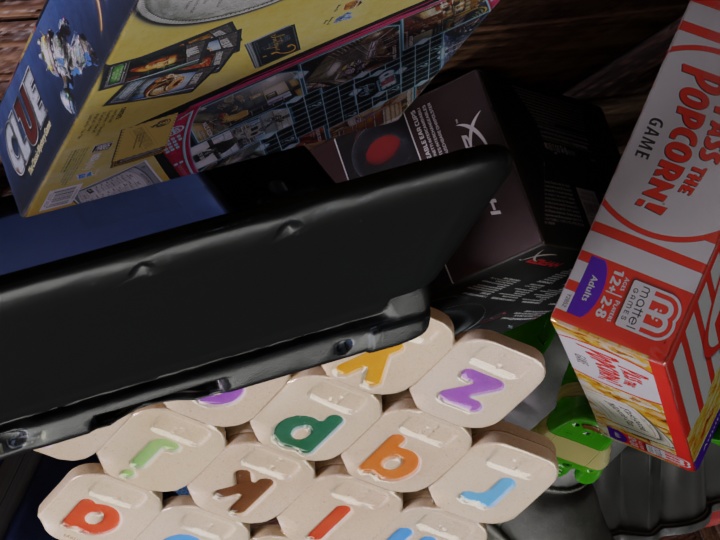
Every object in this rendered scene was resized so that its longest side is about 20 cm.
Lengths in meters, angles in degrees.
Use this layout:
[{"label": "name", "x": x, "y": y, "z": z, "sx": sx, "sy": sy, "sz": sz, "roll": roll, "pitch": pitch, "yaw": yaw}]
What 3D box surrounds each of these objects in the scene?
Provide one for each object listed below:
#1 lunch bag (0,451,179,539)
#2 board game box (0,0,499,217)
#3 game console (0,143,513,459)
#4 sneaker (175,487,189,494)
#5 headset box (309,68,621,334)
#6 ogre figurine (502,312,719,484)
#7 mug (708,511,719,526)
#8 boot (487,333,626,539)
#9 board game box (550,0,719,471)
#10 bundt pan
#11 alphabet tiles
[{"label": "lunch bag", "x": -0.191, "y": 0.137, "z": 1.169, "sx": 0.200, "sy": 0.132, "sz": 0.136, "roll": -35, "pitch": -156, "yaw": 47}, {"label": "board game box", "x": -0.023, "y": -0.078, "z": 0.750, "sx": 0.135, "sy": 0.035, "sz": 0.200, "roll": -15, "pitch": 167, "yaw": -22}, {"label": "game console", "x": -0.078, "y": -0.014, "z": 0.823, "sx": 0.200, "sy": 0.176, "sz": 0.117, "roll": -15, "pitch": 130, "yaw": -20}, {"label": "sneaker", "x": -0.055, "y": 0.083, "z": 1.254, "sx": 0.078, "sy": 0.089, "sz": 0.200, "roll": 24, "pitch": 139, "yaw": -31}, {"label": "headset box", "x": 0.000, "y": 0.000, "z": 1.044, "sx": 0.200, "sy": 0.075, "sz": 0.149, "roll": -25, "pitch": 168, "yaw": 22}, {"label": "ogre figurine", "x": 0.132, "y": 0.021, "z": 1.131, "sx": 0.098, "sy": 0.120, "sz": 0.200, "roll": 33, "pitch": 146, "yaw": -32}, {"label": "mug", "x": 0.186, "y": 0.097, "z": 1.681, "sx": 0.177, "sy": 0.134, "sz": 0.200, "roll": -23, "pitch": 165, "yaw": 6}, {"label": "boot", "x": 0.132, "y": 0.068, "z": 1.253, "sx": 0.182, "sy": 0.073, "sz": 0.200, "roll": 39, "pitch": 91, "yaw": -32}, {"label": "board game box", "x": 0.130, "y": -0.017, "z": 0.984, "sx": 0.046, "sy": 0.152, "sz": 0.200, "roll": 22, "pitch": 171, "yaw": 16}, {"label": "bundt pan", "x": 0.100, "y": 0.076, "z": 1.393, "sx": 0.201, "sy": 0.076, "sz": 0.202, "roll": 4, "pitch": -163, "yaw": -1}, {"label": "alphabet tiles", "x": -0.029, "y": 0.064, "z": 0.994, "sx": 0.200, "sy": 0.015, "sz": 0.196, "roll": 21, "pitch": 135, "yaw": -23}]
